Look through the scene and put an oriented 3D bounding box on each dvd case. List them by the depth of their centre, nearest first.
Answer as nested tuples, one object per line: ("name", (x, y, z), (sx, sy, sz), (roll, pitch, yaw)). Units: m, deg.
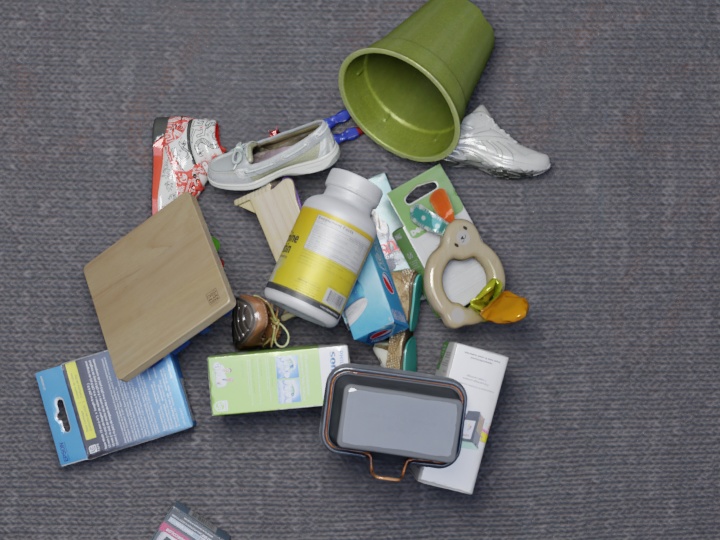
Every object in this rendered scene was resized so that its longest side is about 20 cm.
("dvd case", (0.009, -0.028, 1.752), (0.145, 0.022, 0.202), (-21, 90, -3))

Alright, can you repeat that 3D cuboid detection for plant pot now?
("plant pot", (0.101, -0.294, 1.684), (0.199, 0.200, 0.190), (38, 60, 0))

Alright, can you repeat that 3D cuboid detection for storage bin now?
("storage bin", (0.046, 0.207, 1.542), (0.198, 0.134, 0.147), (9, 87, -1))

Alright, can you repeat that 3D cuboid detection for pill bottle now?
("pill bottle", (-0.045, -0.032, 1.597), (0.111, 0.112, 0.202), (24, 82, -1))

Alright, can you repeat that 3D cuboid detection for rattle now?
("rattle", (0.149, -0.022, 1.632), (0.129, 0.143, 0.202), (-11, 91, -3))

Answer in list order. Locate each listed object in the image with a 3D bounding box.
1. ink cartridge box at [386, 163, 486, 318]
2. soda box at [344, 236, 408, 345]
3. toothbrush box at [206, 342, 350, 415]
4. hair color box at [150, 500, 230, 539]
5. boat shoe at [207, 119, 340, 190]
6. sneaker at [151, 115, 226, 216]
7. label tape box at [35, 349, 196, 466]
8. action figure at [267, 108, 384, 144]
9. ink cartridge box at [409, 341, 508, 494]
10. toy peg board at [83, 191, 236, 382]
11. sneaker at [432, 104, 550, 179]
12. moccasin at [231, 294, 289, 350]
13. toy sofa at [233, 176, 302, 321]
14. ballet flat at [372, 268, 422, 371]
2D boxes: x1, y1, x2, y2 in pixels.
("ink cartridge box", (0.117, -0.042, 1.726), (0.103, 0.059, 0.201), (-29, 91, -18))
("soda box", (0.000, 0.000, 1.673), (0.067, 0.064, 0.202), (-24, 71, 17))
("toothbrush box", (-0.114, 0.154, 1.676), (0.198, 0.146, 0.087), (-6, 88, -4))
("hair color box", (-0.285, 0.450, 1.697), (0.099, 0.061, 0.201), (33, 87, -1))
("boat shoe", (-0.130, -0.166, 1.655), (0.200, 0.075, 0.065), (-8, 131, 19))
("sneaker", (-0.251, -0.128, 1.721), (0.107, 0.067, 0.204), (-1, 85, 0))
("label tape box", (-0.355, 0.187, 1.704), (0.198, 0.066, 0.145), (-17, 87, -1))
("action figure", (-0.063, -0.199, 1.722), (0.199, 0.099, 0.066), (-28, 88, -1))
("ink cartridge box", (0.140, 0.210, 1.685), (0.083, 0.145, 0.202), (16, 87, -1))
("toy peg board", (-0.264, 0.034, 1.647), (0.199, 0.098, 0.200), (-34, 58, 14))
("sneaker", (0.192, -0.196, 1.743), (0.198, 0.078, 0.100), (12, 83, -3))
("moccasin", (-0.142, 0.078, 1.650), (0.077, 0.202, 0.074), (-5, 73, -8))
("toy sofa", (-0.097, -0.035, 1.705), (0.097, 0.083, 0.202), (-24, 88, 16))
("ballet flat", (0.052, 0.094, 1.724), (0.065, 0.070, 0.202), (7, 99, 18))
